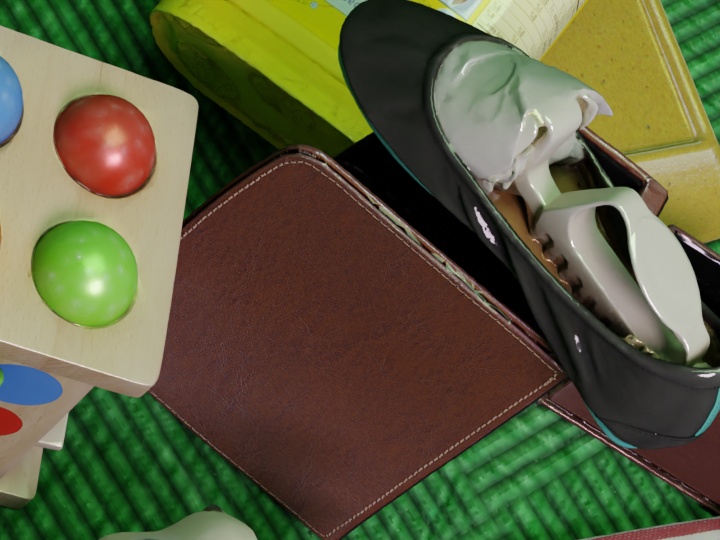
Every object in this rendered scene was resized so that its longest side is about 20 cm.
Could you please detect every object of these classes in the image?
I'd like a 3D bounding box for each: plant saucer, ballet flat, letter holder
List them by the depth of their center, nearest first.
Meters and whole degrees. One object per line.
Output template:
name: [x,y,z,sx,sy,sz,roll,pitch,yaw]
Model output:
ballet flat: [0.072,-0.028,1.056,0.068,0.068,0.200,-36,87,-36]
letter holder: [0.000,0.000,1.169,0.142,0.200,0.101,38,54,-8]
plant saucer: [0.076,-0.100,1.357,0.199,0.048,0.201,-11,73,-34]

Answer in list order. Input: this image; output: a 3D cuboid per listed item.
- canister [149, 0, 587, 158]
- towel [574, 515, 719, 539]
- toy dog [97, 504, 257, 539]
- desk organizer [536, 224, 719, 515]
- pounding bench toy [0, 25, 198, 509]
canister: [0.028,-0.138,1.267,0.148,0.087,0.200,36,77,10]
towel: [0.140,0.208,1.263,0.143,0.023,0.201,-6,69,-30]
toy dog: [-0.039,0.182,1.119,0.194,0.140,0.200,-40,92,0]
desk organizer: [0.188,0.069,1.322,0.199,0.077,0.072,32,55,-13]
pounding bench toy: [-0.151,0.026,1.097,0.124,0.156,0.201,18,60,-22]
